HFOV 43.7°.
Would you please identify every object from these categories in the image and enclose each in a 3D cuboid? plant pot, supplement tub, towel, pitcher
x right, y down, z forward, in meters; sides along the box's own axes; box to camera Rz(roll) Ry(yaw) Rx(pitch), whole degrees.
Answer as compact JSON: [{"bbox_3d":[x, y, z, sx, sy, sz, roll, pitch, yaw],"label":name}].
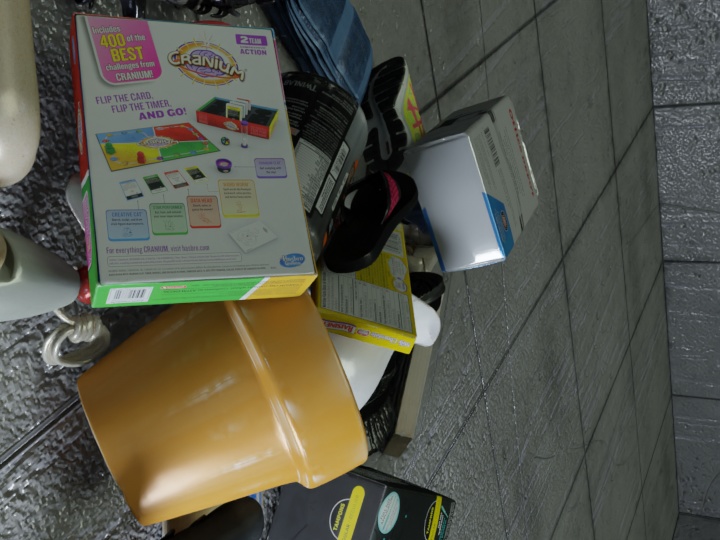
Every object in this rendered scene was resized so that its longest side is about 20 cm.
[{"bbox_3d":[-0.117,0.101,0.717,0.180,0.200,0.203,-25,121,-13],"label":"plant pot"},{"bbox_3d":[-0.075,-0.082,0.869,0.123,0.120,0.203,58,45,-45],"label":"supplement tub"},{"bbox_3d":[-0.041,-0.274,0.995,0.201,0.048,0.114,54,46,-48],"label":"towel"},{"bbox_3d":[-0.038,0.061,0.922,0.199,0.172,0.122,-36,168,-32],"label":"pitcher"}]

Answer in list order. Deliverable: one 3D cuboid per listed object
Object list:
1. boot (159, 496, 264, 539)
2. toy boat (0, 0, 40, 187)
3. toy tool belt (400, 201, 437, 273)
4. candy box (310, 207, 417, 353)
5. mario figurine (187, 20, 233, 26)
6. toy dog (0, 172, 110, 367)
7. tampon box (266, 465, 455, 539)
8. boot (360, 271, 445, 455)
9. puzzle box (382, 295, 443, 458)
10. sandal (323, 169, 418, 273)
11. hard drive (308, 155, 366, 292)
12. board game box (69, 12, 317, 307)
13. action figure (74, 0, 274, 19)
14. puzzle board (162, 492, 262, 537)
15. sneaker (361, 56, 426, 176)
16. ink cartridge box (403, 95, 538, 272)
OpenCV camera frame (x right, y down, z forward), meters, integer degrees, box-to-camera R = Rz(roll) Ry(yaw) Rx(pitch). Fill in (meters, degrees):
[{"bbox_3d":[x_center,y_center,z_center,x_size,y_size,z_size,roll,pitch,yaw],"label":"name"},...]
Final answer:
[{"bbox_3d":[-0.147,0.234,0.716,0.198,0.164,0.067,-10,67,-50],"label":"boot"},{"bbox_3d":[-0.268,-0.147,0.541,0.128,0.130,0.205,-6,87,-24],"label":"toy boat"},{"bbox_3d":[0.072,-0.100,1.137,0.124,0.122,0.203,69,35,-48],"label":"toy tool belt"},{"bbox_3d":[0.000,0.000,0.896,0.202,0.100,0.027,-92,-160,-56],"label":"candy box"},{"bbox_3d":[-0.140,-0.120,0.753,0.106,0.122,0.203,46,58,-41],"label":"mario figurine"},{"bbox_3d":[-0.233,-0.011,0.623,0.097,0.131,0.199,54,14,21],"label":"toy dog"},{"bbox_3d":[0.000,0.303,1.004,0.199,0.124,0.153,30,74,-58],"label":"tampon box"},{"bbox_3d":[0.028,0.110,1.067,0.209,0.079,0.160,-31,121,-23],"label":"boot"},{"bbox_3d":[0.069,0.134,1.175,0.134,0.025,0.204,104,0,-67],"label":"puzzle box"},{"bbox_3d":[0.010,-0.065,0.905,0.201,0.074,0.046,-63,139,-57],"label":"sandal"},{"bbox_3d":[-0.039,-0.073,1.031,0.131,0.025,0.205,23,72,-59],"label":"hard drive"},{"bbox_3d":[-0.120,-0.080,0.633,0.150,0.040,0.204,-2,69,-24],"label":"board game box"},{"bbox_3d":[-0.141,-0.262,0.747,0.199,0.117,0.104,-25,131,-50],"label":"action figure"},{"bbox_3d":[-0.143,0.176,0.870,0.150,0.017,0.205,-6,98,-62],"label":"puzzle board"},{"bbox_3d":[0.043,-0.171,1.085,0.090,0.077,0.204,40,38,-43],"label":"sneaker"},{"bbox_3d":[0.138,-0.107,1.058,0.200,0.084,0.149,-46,120,-60],"label":"ink cartridge box"}]
